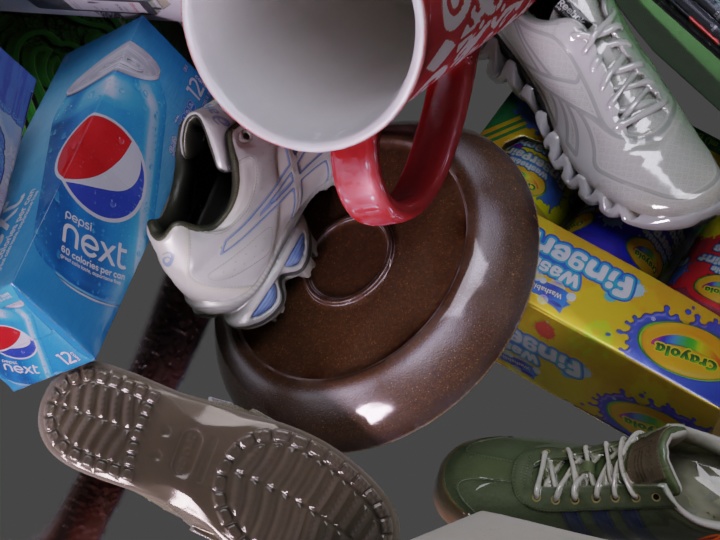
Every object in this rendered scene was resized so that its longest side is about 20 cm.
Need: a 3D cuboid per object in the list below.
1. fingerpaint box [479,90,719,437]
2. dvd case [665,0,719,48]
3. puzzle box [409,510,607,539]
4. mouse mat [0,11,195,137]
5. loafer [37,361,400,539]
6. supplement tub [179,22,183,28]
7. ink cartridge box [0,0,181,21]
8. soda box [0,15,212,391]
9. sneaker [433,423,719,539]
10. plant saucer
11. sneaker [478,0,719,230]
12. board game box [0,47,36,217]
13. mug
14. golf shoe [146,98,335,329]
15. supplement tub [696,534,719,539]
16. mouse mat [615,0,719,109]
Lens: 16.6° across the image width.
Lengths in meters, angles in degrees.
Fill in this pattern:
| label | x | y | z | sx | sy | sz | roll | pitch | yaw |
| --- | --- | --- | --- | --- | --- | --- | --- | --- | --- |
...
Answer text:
| label | x | y | z | sx | sy | sz | roll | pitch | yaw |
| --- | --- | --- | --- | --- | --- | --- | --- | --- | --- |
| fingerpaint box | 0.144 | -0.009 | 1.386 | 0.199 | 0.074 | 0.167 | 29 | 57 | 14 |
| dvd case | 0.250 | -0.091 | 1.421 | 0.022 | 0.146 | 0.200 | -45 | 68 | 4 |
| puzzle box | 0.038 | 0.156 | 1.172 | 0.132 | 0.200 | 0.026 | -21 | 95 | -16 |
| mouse mat | -0.167 | -0.138 | 1.435 | 0.160 | 0.008 | 0.201 | 16 | 45 | -17 |
| loafer | -0.071 | 0.102 | 1.283 | 0.199 | 0.068 | 0.076 | 28 | 90 | -5 |
| supplement tub | -0.013 | -0.213 | 1.463 | 0.145 | 0.146 | 0.200 | 39 | 59 | 19 |
| ink cartridge box | -0.145 | -0.215 | 1.325 | 0.198 | 0.084 | 0.147 | 3 | 82 | 1 |
| soda box | -0.147 | -0.038 | 1.299 | 0.064 | 0.068 | 0.201 | 44 | 45 | -27 |
| sneaker | 0.142 | 0.108 | 1.294 | 0.199 | 0.090 | 0.067 | 10 | 55 | 0 |
| plant saucer | 0.000 | 0.000 | 1.322 | 0.199 | 0.032 | 0.201 | -17 | 53 | 24 |
| sneaker | 0.129 | -0.103 | 1.357 | 0.075 | 0.081 | 0.200 | -25 | 59 | -26 |
| board game box | -0.270 | -0.004 | 1.276 | 0.199 | 0.043 | 0.200 | -19 | 48 | 32 |
| mug | 0.008 | -0.134 | 1.279 | 0.133 | 0.178 | 0.200 | 25 | 29 | 17 |
| golf shoe | -0.050 | -0.073 | 1.315 | 0.078 | 0.097 | 0.201 | 4 | 63 | 36 |
| supplement tub | 0.107 | 0.208 | 1.200 | 0.199 | 0.123 | 0.123 | -20 | 60 | -20 |
| mouse mat | 0.188 | -0.120 | 1.395 | 0.008 | 0.200 | 0.161 | -45 | 63 | 2 |
